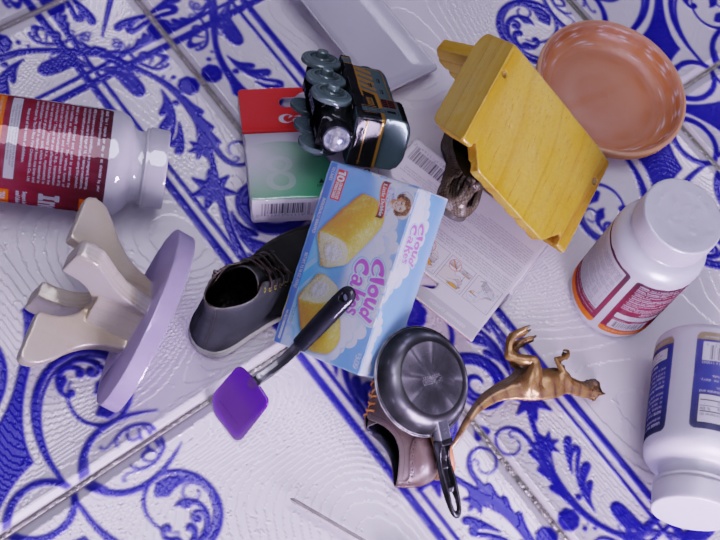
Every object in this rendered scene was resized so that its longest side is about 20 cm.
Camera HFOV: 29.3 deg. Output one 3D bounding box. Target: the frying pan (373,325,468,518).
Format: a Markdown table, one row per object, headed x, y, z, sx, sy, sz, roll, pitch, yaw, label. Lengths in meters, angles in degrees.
| x | y | z | sx | sy | sz | roll | pitch | yaw | label |
| --- | --- | --- | --- | --- | --- | --- | --- | --- | --- |
| 0.064 | 0.148 | 1.394 | 0.114 | 0.031 | 0.192 | 13 | 70 | -28 | frying pan |

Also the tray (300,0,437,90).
| x | y | z | sx | sy | sz | roll | pitch | yaw | label |
| --- | --- | --- | --- | --- | --- | --- | --- | --- | --- |
| -0.004 | -0.298 | 1.682 | 0.107 | 0.022 | 0.200 | -28 | 74 | -34 | tray |

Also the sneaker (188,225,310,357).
| x | y | z | sx | sy | sz | roll | pitch | yaw | label |
| --- | --- | --- | --- | --- | --- | --- | --- | --- | --- |
| -0.094 | 0.007 | 1.458 | 0.075 | 0.106 | 0.200 | 42 | 61 | 8 | sneaker |

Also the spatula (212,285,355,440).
| x | y | z | sx | sy | sz | roll | pitch | yaw | label |
| --- | --- | --- | --- | --- | --- | --- | --- | --- | --- |
| -0.077 | 0.088 | 1.405 | 0.200 | 0.021 | 0.057 | -45 | 72 | 7 | spatula |

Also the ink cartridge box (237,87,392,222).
| x | y | z | sx | sy | sz | roll | pitch | yaw | label |
| --- | --- | --- | --- | --- | --- | --- | --- | --- | --- |
| -0.053 | -0.147 | 1.554 | 0.159 | 0.050 | 0.201 | -3 | 57 | -9 | ink cartridge box |

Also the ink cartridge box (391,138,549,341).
| x | y | z | sx | sy | sz | roll | pitch | yaw | label |
| --- | --- | --- | --- | --- | --- | --- | --- | --- | --- |
| 0.089 | -0.029 | 1.562 | 0.200 | 0.045 | 0.176 | 38 | 60 | 6 | ink cartridge box |

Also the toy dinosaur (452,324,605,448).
| x | y | z | sx | sy | sz | roll | pitch | yaw | label |
| --- | --- | --- | --- | --- | --- | --- | --- | --- | --- |
| 0.180 | 0.121 | 1.502 | 0.198 | 0.060 | 0.107 | -8 | 67 | -19 | toy dinosaur |

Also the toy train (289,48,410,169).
| x | y | z | sx | sy | sz | roll | pitch | yaw | label |
| --- | --- | --- | --- | --- | --- | --- | --- | --- | --- |
| -0.012 | -0.177 | 1.507 | 0.113 | 0.086 | 0.200 | 10 | 27 | -13 | toy train |

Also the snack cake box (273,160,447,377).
| x | y | z | sx | sy | sz | roll | pitch | yaw | label |
| --- | --- | --- | --- | --- | --- | --- | --- | --- | --- |
| 0.000 | 0.000 | 1.433 | 0.114 | 0.067 | 0.202 | 19 | 91 | 32 | snack cake box |

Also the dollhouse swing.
| x | y | z | sx | sy | sz | roll | pitch | yaw | label |
| --- | --- | --- | --- | --- | --- | --- | --- | --- | --- |
| 0.147 | -0.146 | 1.558 | 0.200 | 0.175 | 0.183 | 43 | 66 | -33 | dollhouse swing |

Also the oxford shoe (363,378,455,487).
| x | y | z | sx | sy | sz | roll | pitch | yaw | label |
| --- | --- | --- | --- | --- | --- | --- | --- | --- | --- |
| 0.034 | 0.131 | 1.452 | 0.072 | 0.071 | 0.201 | -15 | 69 | -17 | oxford shoe |

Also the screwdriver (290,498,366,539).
| x | y | z | sx | sy | sz | roll | pitch | yaw | label |
| --- | --- | --- | --- | --- | --- | --- | --- | --- | --- |
| 0.013 | 0.285 | 1.393 | 0.199 | 0.028 | 0.029 | 25 | 89 | 1 | screwdriver |

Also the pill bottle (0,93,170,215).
| x | y | z | sx | sy | sz | roll | pitch | yaw | label |
| --- | --- | --- | --- | --- | --- | --- | --- | --- | --- |
| -0.306 | -0.120 | 1.462 | 0.198 | 0.113 | 0.114 | 7 | 62 | -11 | pill bottle |

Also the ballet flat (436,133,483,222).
| x | y | z | sx | sy | sz | roll | pitch | yaw | label |
| --- | --- | --- | --- | --- | --- | --- | --- | --- | --- |
| 0.121 | -0.122 | 1.561 | 0.067 | 0.046 | 0.200 | 31 | 32 | -7 | ballet flat |

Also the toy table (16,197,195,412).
| x | y | z | sx | sy | sz | roll | pitch | yaw | label |
| --- | --- | --- | --- | --- | --- | --- | --- | --- | --- |
| -0.257 | 0.028 | 1.378 | 0.117 | 0.184 | 0.201 | 28 | 50 | -19 | toy table |

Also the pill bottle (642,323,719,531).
| x | y | z | sx | sy | sz | roll | pitch | yaw | label |
| --- | --- | --- | --- | --- | --- | --- | --- | --- | --- |
| 0.369 | 0.171 | 1.493 | 0.119 | 0.120 | 0.201 | 18 | 61 | -6 | pill bottle |

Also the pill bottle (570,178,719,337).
| x | y | z | sx | sy | sz | roll | pitch | yaw | label |
| --- | --- | --- | --- | --- | --- | --- | --- | --- | --- |
| 0.316 | -0.013 | 1.526 | 0.109 | 0.200 | 0.110 | 6 | 62 | -12 | pill bottle |

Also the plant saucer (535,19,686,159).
| x | y | z | sx | sy | sz | roll | pitch | yaw | label |
| --- | --- | --- | --- | --- | --- | --- | --- | --- | --- |
| 0.310 | -0.222 | 1.726 | 0.198 | 0.038 | 0.202 | 6 | 63 | -12 | plant saucer |
